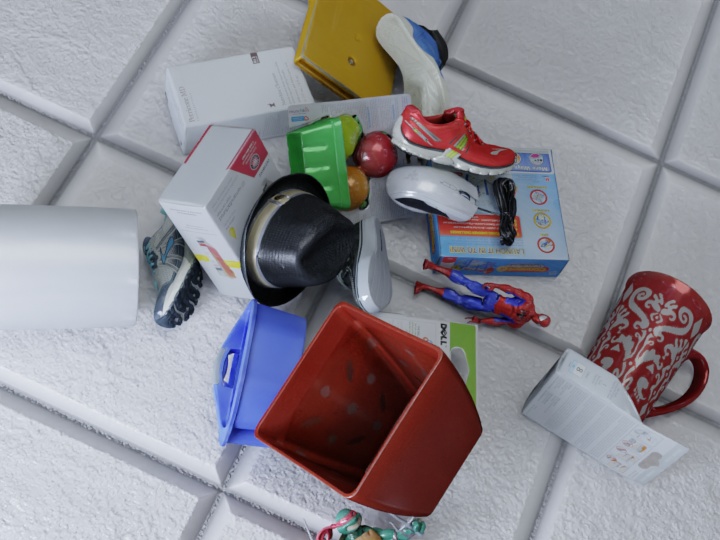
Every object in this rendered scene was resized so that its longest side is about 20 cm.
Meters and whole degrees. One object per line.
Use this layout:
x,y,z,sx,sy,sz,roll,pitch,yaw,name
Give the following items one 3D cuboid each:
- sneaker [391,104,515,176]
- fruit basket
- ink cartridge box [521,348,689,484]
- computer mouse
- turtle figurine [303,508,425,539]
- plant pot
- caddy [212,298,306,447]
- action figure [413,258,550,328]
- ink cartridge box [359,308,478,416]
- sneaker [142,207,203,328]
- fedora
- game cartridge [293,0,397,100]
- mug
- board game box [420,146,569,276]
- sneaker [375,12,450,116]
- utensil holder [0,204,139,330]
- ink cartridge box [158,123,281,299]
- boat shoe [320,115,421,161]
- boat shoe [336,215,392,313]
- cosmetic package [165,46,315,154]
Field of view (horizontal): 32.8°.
0.144,-0.192,1.772,0.200,0.085,0.077,11,16,-23,sneaker
-0.008,-0.159,1.794,0.200,0.094,0.186,-11,98,-30,fruit basket
0.331,0.199,1.647,0.200,0.160,0.047,30,62,5,ink cartridge box
0.136,-0.107,1.767,0.199,0.044,0.110,14,61,-8,computer mouse
0.020,0.362,1.530,0.150,0.101,0.200,-36,90,-9,turtle figurine
0.029,0.188,1.494,0.200,0.176,0.200,24,77,47,plant pot
-0.140,0.136,1.594,0.105,0.141,0.200,14,60,-10,caddy
0.178,0.043,1.756,0.199,0.066,0.052,18,17,-2,action figure
0.056,0.141,1.670,0.199,0.076,0.148,8,61,-10,ink cartridge box
-0.262,-0.008,1.695,0.086,0.078,0.200,6,55,9,sneaker
-0.071,-0.035,1.647,0.091,0.201,0.201,14,55,32,fedora
-0.014,-0.356,1.901,0.176,0.032,0.200,33,52,-30,game cartridge
0.408,0.128,1.722,0.177,0.134,0.200,34,64,9,mug
0.199,-0.091,1.835,0.199,0.056,0.196,2,62,-11,board game box
0.107,-0.309,1.903,0.111,0.077,0.200,1,54,-52,sneaker
-0.394,-0.003,1.599,0.199,0.170,0.170,1,62,-13,utensil holder
-0.166,-0.077,1.660,0.083,0.200,0.145,9,56,31,ink cartridge box
0.034,-0.211,1.857,0.199,0.070,0.071,-1,58,-14,boat shoe
0.000,0.000,1.715,0.071,0.072,0.200,-21,29,14,boat shoe
-0.183,-0.255,1.828,0.200,0.081,0.113,-14,68,-20,cosmetic package
